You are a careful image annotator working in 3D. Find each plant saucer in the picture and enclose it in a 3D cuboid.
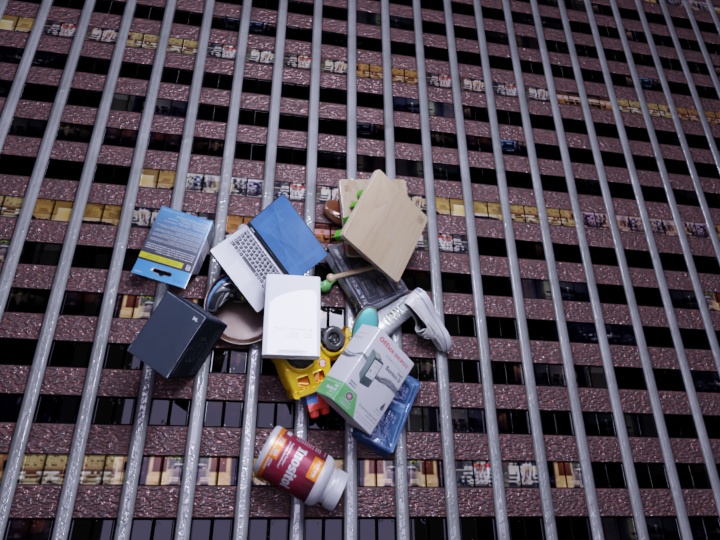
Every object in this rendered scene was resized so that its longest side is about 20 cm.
[{"bbox_3d":[-0.297,0.096,1.348,0.196,0.035,0.204,5,64,-9],"label":"plant saucer"}]

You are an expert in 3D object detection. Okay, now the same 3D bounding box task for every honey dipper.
[{"bbox_3d":[0.000,0.000,1.378,0.197,0.038,0.039,-16,69,-25],"label":"honey dipper"}]

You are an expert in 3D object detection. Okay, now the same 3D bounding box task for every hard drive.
[{"bbox_3d":[-0.158,0.105,1.221,0.129,0.027,0.204,4,59,-11],"label":"hard drive"}]

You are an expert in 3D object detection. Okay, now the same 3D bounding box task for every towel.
[{"bbox_3d":[0.064,0.341,1.298,0.110,0.049,0.202,27,64,3],"label":"towel"}]

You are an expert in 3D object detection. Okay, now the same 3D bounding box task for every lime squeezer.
[{"bbox_3d":[-0.120,0.025,1.414,0.195,0.038,0.072,-1,65,-11],"label":"lime squeezer"}]

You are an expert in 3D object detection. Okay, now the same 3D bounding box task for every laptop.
[{"bbox_3d":[-0.220,-0.042,1.276,0.188,0.115,0.200,53,53,-7],"label":"laptop"}]

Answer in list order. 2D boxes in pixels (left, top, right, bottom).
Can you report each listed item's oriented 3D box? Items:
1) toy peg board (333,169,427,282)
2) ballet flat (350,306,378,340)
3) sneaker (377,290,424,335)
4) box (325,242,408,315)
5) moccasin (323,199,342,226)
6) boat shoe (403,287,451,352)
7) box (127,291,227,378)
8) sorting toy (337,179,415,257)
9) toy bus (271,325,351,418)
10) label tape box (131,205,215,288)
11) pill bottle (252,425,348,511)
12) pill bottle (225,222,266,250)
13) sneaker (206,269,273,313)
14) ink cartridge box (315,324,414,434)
[{"bbox_3d":[0.043,-0.108,1.344,0.198,0.097,0.202,39,68,-27],"label":"toy peg board"},{"bbox_3d":[0.004,0.194,1.334,0.069,0.071,0.204,10,76,-6],"label":"ballet flat"},{"bbox_3d":[0.096,0.109,1.395,0.199,0.080,0.071,-35,77,-22],"label":"sneaker"},{"bbox_3d":[0.015,0.006,1.428,0.156,0.048,0.202,-21,71,-31],"label":"box"},{"bbox_3d":[-0.010,-0.152,1.494,0.199,0.078,0.074,27,63,2],"label":"moccasin"},{"bbox_3d":[0.172,0.142,1.359,0.065,0.072,0.202,-38,120,-18],"label":"boat shoe"},{"bbox_3d":[-0.404,0.150,1.190,0.106,0.200,0.150,32,80,5],"label":"box"},{"bbox_3d":[0.034,-0.136,1.421,0.195,0.069,0.205,-4,81,-23],"label":"sorting toy"},{"bbox_3d":[-0.099,0.244,1.274,0.197,0.136,0.195,-18,83,-21],"label":"toy bus"},{"bbox_3d":[-0.479,-0.050,1.363,0.141,0.064,0.203,17,63,-4],"label":"label tape box"},{"bbox_3d":[-0.130,0.444,1.175,0.197,0.113,0.114,28,63,3],"label":"pill bottle"},{"bbox_3d":[-0.250,-0.079,1.394,0.196,0.113,0.114,-16,69,-18],"label":"pill bottle"},{"bbox_3d":[-0.290,0.049,1.313,0.197,0.071,0.083,-28,67,-24],"label":"sneaker"},{"bbox_3d":[0.014,0.250,1.234,0.146,0.083,0.201,47,67,-25],"label":"ink cartridge box"}]
